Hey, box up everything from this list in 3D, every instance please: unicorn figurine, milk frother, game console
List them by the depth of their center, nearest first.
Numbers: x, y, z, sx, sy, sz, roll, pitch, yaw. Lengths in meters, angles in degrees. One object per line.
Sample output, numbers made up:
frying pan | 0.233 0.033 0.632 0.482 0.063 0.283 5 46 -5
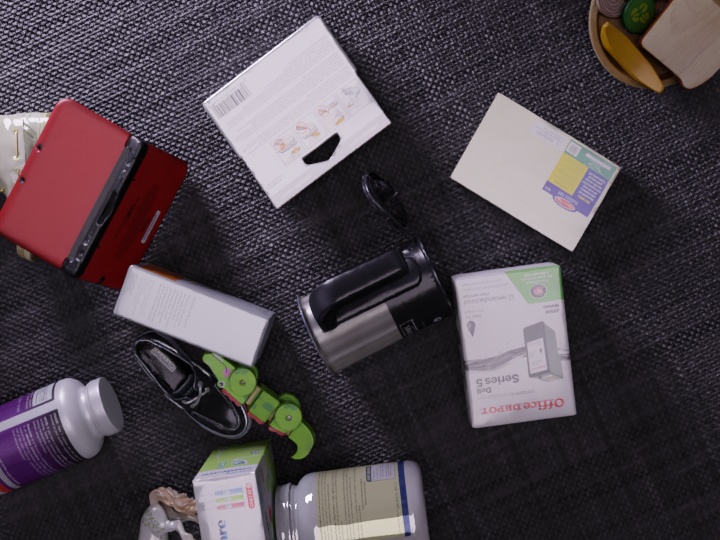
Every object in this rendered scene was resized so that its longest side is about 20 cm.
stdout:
milk frother | 0.000 0.000 1.485 0.186 0.181 0.201 -26 49 2
game console | -0.355 -0.098 1.485 0.118 0.172 0.202 31 94 27
unicorn figurine | -0.288 0.395 1.539 0.135 0.074 0.203 18 80 10

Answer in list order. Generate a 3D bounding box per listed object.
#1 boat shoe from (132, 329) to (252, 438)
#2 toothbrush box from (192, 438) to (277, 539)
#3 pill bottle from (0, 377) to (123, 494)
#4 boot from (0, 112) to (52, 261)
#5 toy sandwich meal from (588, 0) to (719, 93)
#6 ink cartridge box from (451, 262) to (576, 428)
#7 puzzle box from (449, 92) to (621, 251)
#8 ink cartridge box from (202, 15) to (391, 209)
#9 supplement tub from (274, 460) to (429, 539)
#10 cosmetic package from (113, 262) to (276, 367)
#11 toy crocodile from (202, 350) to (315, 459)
boat shoe | -0.231 0.159 1.518 0.072 0.068 0.200 -45 91 4
toothbrush box | -0.156 0.318 1.460 0.085 0.200 0.148 -8 92 2
pill bottle | -0.427 0.219 1.505 0.197 0.112 0.114 -22 92 3
boot | -0.492 -0.119 1.509 0.152 0.072 0.204 5 88 1
toy sandwich meal | 0.398 -0.326 1.455 0.201 0.070 0.209 -2 105 -7
ink cartridge box | 0.206 0.099 1.495 0.143 0.084 0.204 -8 93 2
puzzle box | 0.237 -0.133 1.510 0.198 0.025 0.134 31 93 -1
ink cartridge box | -0.085 -0.212 1.505 0.199 0.045 0.177 -36 91 4
supplement tub | -0.008 0.338 1.484 0.196 0.145 0.148 -7 93 2
cosmetic package | -0.220 0.058 1.496 0.197 0.101 0.072 22 93 -1
toy crocodile | -0.137 0.177 1.508 0.199 0.068 0.062 40 92 -10
